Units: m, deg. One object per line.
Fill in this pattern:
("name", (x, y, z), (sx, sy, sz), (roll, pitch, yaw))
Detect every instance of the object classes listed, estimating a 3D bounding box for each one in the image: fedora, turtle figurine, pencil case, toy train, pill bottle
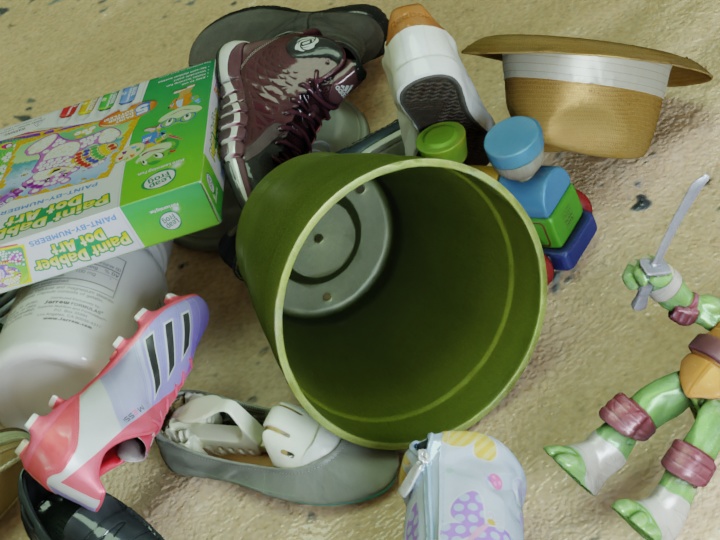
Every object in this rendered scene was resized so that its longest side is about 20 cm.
("fedora", (0.167, -0.126, 1.553), (0.199, 0.083, 0.201), (6, 1, 0))
("turtle figurine", (0.202, 0.059, 1.262), (0.194, 0.144, 0.200), (-50, -4, -3))
("pencil case", (0.061, 0.189, 1.254), (0.082, 0.091, 0.201), (-15, 38, 14))
("toy train", (0.069, -0.061, 1.539), (0.199, 0.116, 0.085), (6, 46, 36))
("pill bottle", (-0.209, 0.033, 1.592), (0.113, 0.115, 0.201), (-10, 38, 20))

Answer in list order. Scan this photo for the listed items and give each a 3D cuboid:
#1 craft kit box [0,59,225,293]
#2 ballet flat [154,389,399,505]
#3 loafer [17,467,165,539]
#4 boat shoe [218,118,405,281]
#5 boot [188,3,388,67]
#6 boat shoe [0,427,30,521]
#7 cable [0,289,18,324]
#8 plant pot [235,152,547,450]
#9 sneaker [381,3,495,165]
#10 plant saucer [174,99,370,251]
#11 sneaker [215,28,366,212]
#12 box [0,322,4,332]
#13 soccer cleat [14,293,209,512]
("craft kit box", (-0.200, -0.073, 1.594), (0.198, 0.049, 0.198), (-17, 34, 10))
("ballet flat", (-0.067, 0.119, 1.441), (0.199, 0.064, 0.068), (4, 45, 34))
("loafer", (-0.176, 0.191, 1.411), (0.068, 0.071, 0.200), (-41, 38, -20))
("boat shoe", (-0.025, -0.061, 1.638), (0.200, 0.075, 0.062), (-42, 49, -7))
("boot", (-0.079, -0.188, 1.793), (0.198, 0.070, 0.132), (-10, 16, 23))
("boat shoe", (-0.302, 0.199, 1.493), (0.200, 0.072, 0.076), (-41, 52, -9))
("cable", (-0.315, -0.023, 1.738), (0.199, 0.069, 0.201), (-16, 35, 38))
("plant pot", (0.000, 0.000, 1.463), (0.200, 0.201, 0.193), (-34, 25, -11))
("sneaker", (0.059, -0.135, 1.568), (0.072, 0.200, 0.085), (-15, 65, 1))
("plant saucer", (-0.091, -0.099, 1.743), (0.199, 0.050, 0.201), (-16, 37, 13))
("sneaker", (-0.047, -0.118, 1.592), (0.115, 0.076, 0.201), (-19, 51, 11))
("box", (-0.358, 0.076, 1.604), (0.117, 0.048, 0.201), (29, 90, 38))
("soccer cleat", (-0.158, 0.090, 1.448), (0.076, 0.067, 0.200), (38, 46, 8))
